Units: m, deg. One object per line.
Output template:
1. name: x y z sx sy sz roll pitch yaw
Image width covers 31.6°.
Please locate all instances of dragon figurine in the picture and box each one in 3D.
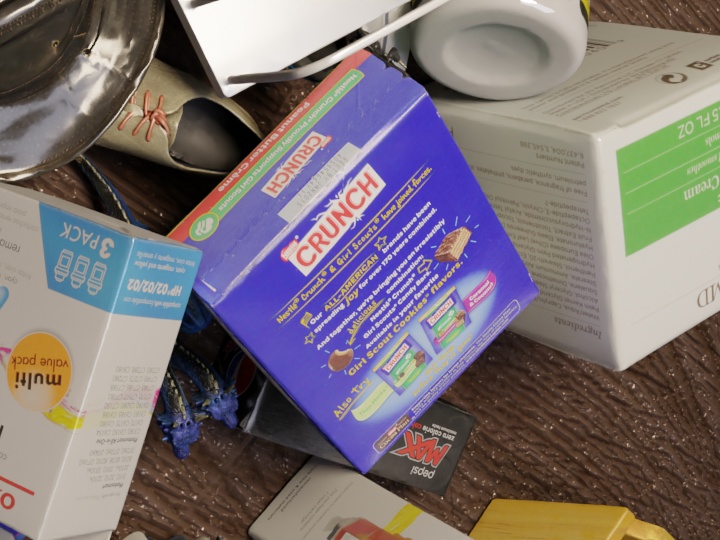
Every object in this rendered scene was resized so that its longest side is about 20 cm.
1. dragon figurine: -0.126 0.013 0.770 0.059 0.099 0.200 -24 116 -31

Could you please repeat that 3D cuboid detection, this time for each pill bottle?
1. pill bottle: 0.096 -0.223 0.832 0.112 0.112 0.200 30 58 -39

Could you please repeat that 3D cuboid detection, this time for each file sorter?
1. file sorter: -0.040 -0.212 0.663 0.139 0.124 0.200 -32 107 -20

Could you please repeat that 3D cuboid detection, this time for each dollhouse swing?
1. dollhouse swing: 0.176 0.312 1.053 0.200 0.181 0.176 45 55 -37

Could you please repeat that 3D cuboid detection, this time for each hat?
1. hat: -0.189 -0.145 0.654 0.200 0.081 0.201 1 88 -20

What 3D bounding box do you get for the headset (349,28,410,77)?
1. headset: -0.027 -0.053 0.832 0.123 0.094 0.200 5 130 -42

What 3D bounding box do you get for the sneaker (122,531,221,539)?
1. sneaker: -0.115 0.246 0.856 0.130 0.079 0.199 -49 117 -5

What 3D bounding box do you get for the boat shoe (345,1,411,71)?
1. boat shoe: -0.014 -0.213 0.820 0.065 0.074 0.200 -14 109 -17

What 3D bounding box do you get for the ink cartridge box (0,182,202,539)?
1. ink cartridge box: -0.174 0.065 0.670 0.068 0.115 0.200 12 97 -65

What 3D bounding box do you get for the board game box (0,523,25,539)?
1. board game box: -0.251 0.079 0.728 0.134 0.045 0.200 -43 124 -20

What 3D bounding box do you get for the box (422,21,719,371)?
1. box: 0.169 -0.063 0.910 0.199 0.200 0.172 -26 119 -31

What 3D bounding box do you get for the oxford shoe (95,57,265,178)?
1. oxford shoe: -0.137 -0.102 0.742 0.200 0.075 0.071 14 97 -36

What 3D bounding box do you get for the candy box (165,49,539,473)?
1. candy box: 0.000 0.000 0.764 0.169 0.077 0.200 -45 138 -9

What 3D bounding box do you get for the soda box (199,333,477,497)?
1. soda box: -0.012 0.100 0.906 0.200 0.063 0.071 24 88 -40

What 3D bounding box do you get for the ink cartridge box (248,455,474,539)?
1. ink cartridge box: 0.036 0.228 0.890 0.083 0.200 0.145 -47 126 -18

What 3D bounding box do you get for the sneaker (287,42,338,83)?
1. sneaker: -0.054 -0.207 0.755 0.082 0.073 0.200 -29 113 -3
